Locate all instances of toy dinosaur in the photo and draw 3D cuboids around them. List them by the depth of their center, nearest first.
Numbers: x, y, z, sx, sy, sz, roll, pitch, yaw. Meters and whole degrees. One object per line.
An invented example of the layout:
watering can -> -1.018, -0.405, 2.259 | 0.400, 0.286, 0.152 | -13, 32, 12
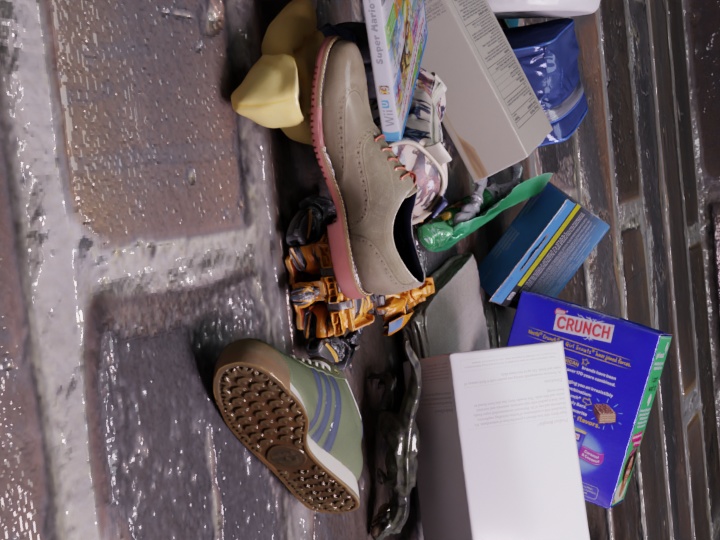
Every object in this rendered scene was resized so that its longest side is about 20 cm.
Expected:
toy dinosaur -> 0.034, 0.140, 0.973 | 0.088, 0.047, 0.204 | -114, -154, -69

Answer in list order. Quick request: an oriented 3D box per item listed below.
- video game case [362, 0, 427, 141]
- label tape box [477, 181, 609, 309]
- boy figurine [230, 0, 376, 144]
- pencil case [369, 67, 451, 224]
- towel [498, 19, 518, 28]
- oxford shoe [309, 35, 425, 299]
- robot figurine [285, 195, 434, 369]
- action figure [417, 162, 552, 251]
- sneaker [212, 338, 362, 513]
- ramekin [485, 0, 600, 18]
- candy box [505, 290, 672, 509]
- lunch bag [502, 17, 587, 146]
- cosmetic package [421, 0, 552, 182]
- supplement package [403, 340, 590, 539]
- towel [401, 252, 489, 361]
video game case -> 0.025, -0.225, 0.836 | 0.202, 0.017, 0.145 | 79, 19, -46
label tape box -> 0.205, -0.028, 1.269 | 0.145, 0.063, 0.199 | -54, 155, 10
boy figurine -> -0.040, -0.163, 0.874 | 0.200, 0.063, 0.127 | -36, 124, -63
pencil case -> 0.041, -0.117, 0.960 | 0.079, 0.088, 0.201 | 61, 17, -26
towel -> 0.184, -0.416, 1.419 | 0.147, 0.021, 0.203 | 50, 41, -52
oxford shoe -> 0.011, -0.080, 0.826 | 0.070, 0.074, 0.204 | -33, 116, -59
robot figurine -> 0.000, 0.000, 0.936 | 0.199, 0.057, 0.148 | -26, 107, -62
action figure -> 0.117, -0.065, 1.163 | 0.055, 0.117, 0.199 | 58, 39, -2
sneaker -> -0.049, 0.098, 0.825 | 0.201, 0.066, 0.091 | 61, 28, -41
ramekin -> 0.179, -0.336, 1.206 | 0.200, 0.197, 0.100 | -22, 114, -62
candy box -> 0.243, 0.143, 1.230 | 0.077, 0.167, 0.204 | 3, 104, -65
lunch bag -> 0.189, -0.210, 1.269 | 0.200, 0.134, 0.135 | -45, 126, -58
cosmetic package -> 0.114, -0.206, 1.121 | 0.202, 0.070, 0.105 | 62, 33, -7
supplement package -> 0.123, 0.175, 0.997 | 0.119, 0.120, 0.204 | -4, 83, -21
towel -> 0.092, 0.073, 1.144 | 0.200, 0.034, 0.135 | -39, 122, -60
